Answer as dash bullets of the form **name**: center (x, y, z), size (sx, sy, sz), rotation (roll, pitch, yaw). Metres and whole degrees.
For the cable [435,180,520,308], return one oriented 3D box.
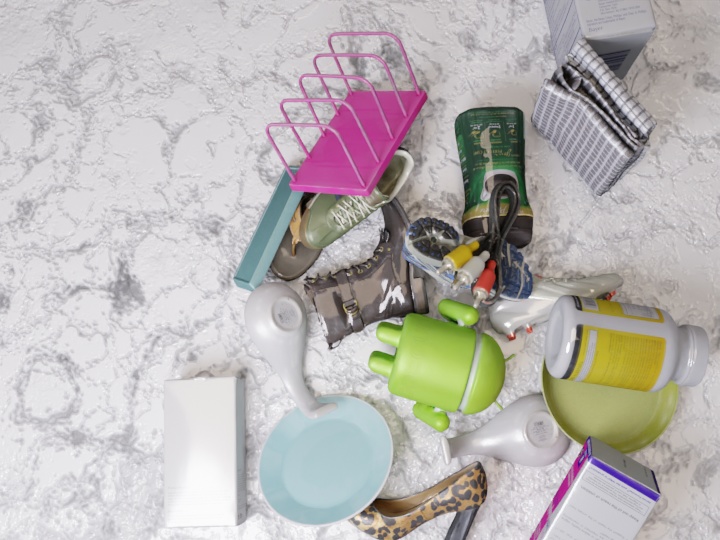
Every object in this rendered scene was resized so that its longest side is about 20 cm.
- **cable**: center (0.179, -0.033, 1.217), size (0.097, 0.050, 0.201), rotation (42, 65, -8)

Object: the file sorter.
- **file sorter**: center (-0.022, -0.223, 1.277), size (0.137, 0.126, 0.202), rotation (8, 54, 35)

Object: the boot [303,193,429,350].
- **boot**: center (0.000, 0.000, 1.322), size (0.171, 0.069, 0.204), rotation (-13, 81, 1)

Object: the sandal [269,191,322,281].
- **sandal**: center (-0.066, -0.076, 1.346), size (0.082, 0.055, 0.200), rotation (43, 85, 10)

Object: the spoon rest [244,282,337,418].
- **spoon rest**: center (-0.100, 0.114, 1.294), size (0.098, 0.060, 0.203), rotation (-19, 83, -36)

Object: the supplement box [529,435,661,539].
- **supplement box**: center (0.297, 0.338, 1.201), size (0.102, 0.101, 0.202), rotation (28, 100, 9)

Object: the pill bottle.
- **pill bottle**: center (0.355, 0.101, 1.223), size (0.196, 0.112, 0.114), rotation (9, 80, -2)

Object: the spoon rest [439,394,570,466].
- **spoon rest**: center (0.202, 0.233, 1.282), size (0.196, 0.061, 0.101), rotation (-8, 80, -12)

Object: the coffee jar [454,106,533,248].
- **coffee jar**: center (0.193, -0.130, 1.324), size (0.102, 0.085, 0.204), rotation (-2, 79, -4)

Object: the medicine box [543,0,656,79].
- **medicine box**: center (0.333, -0.394, 1.313), size (0.101, 0.182, 0.204), rotation (-9, 80, 1)

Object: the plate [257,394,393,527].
- **plate**: center (-0.047, 0.265, 1.267), size (0.197, 0.026, 0.202), rotation (-10, 48, 12)

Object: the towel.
- **towel**: center (0.318, -0.201, 1.272), size (0.085, 0.200, 0.166), rotation (-38, 79, -3)

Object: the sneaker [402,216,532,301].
- **sneaker**: center (0.147, -0.010, 1.273), size (0.198, 0.085, 0.078), rotation (26, 67, -8)

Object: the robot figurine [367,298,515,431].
- **robot figurine**: center (0.111, 0.129, 1.263), size (0.196, 0.116, 0.179), rotation (15, 92, 2)

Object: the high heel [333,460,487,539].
- **high heel**: center (0.069, 0.299, 1.242), size (0.197, 0.072, 0.145), rotation (17, 106, -6)

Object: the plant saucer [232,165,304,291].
- **plant saucer**: center (-0.131, -0.066, 1.344), size (0.019, 0.070, 0.203), rotation (30, 80, -33)

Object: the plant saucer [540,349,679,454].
- **plant saucer**: center (0.345, 0.157, 1.281), size (0.196, 0.031, 0.204), rotation (1, 76, -4)

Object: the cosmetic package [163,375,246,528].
- **cosmetic package**: center (-0.217, 0.253, 1.283), size (0.105, 0.085, 0.204), rotation (-1, 79, 3)

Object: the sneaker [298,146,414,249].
- **sneaker**: center (-0.001, -0.108, 1.294), size (0.200, 0.090, 0.067), rotation (-45, 109, -15)

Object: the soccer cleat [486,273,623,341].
- **soccer cleat**: center (0.275, 0.033, 1.302), size (0.197, 0.069, 0.079), rotation (-21, 76, 3)
